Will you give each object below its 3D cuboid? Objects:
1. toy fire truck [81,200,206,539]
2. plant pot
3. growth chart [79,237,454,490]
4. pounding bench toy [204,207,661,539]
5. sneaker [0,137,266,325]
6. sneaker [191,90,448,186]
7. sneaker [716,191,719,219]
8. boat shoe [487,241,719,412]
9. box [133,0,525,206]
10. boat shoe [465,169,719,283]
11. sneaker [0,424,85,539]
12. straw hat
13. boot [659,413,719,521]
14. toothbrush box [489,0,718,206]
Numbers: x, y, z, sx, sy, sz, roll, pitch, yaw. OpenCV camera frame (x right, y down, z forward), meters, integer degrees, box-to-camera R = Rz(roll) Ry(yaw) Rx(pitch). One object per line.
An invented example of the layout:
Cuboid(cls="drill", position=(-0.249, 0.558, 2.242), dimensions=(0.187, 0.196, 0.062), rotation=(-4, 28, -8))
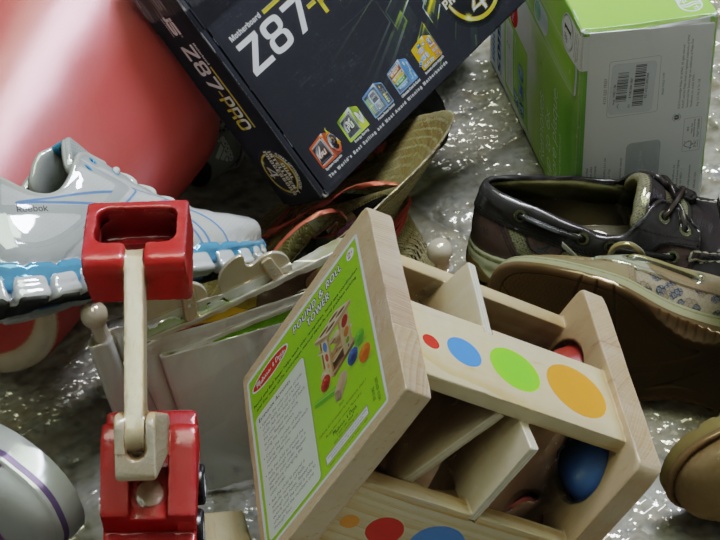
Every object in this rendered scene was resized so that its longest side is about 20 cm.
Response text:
Cuboid(cls="toy fire truck", position=(-0.099, 0.083, 0.940), dimensions=(0.049, 0.141, 0.200), rotation=(-2, 53, -1))
Cuboid(cls="plant pot", position=(-0.200, -0.054, 1.139), dimensions=(0.200, 0.201, 0.178), rotation=(10, 49, 14))
Cuboid(cls="growth chart", position=(-0.035, 0.047, 1.038), dimensions=(0.200, 0.145, 0.018), rotation=(-12, 33, -10))
Cuboid(cls="pounding bench toy", position=(0.027, 0.101, 0.994), dimensions=(0.156, 0.200, 0.124), rotation=(20, 34, -25))
Cuboid(cls="sneaker", position=(-0.125, -0.027, 1.047), dimensions=(0.075, 0.087, 0.200), rotation=(-20, -8, 36))
Cuboid(cls="sneaker", position=(-0.050, -0.083, 1.262), dimensions=(0.200, 0.075, 0.116), rotation=(15, 45, 34))
Cuboid(cls="sneaker", position=(0.278, 0.008, 1.061), dimensions=(0.200, 0.090, 0.078), rotation=(38, 27, -23))
Cuboid(cls="boat shoe", position=(0.167, 0.031, 1.115), dimensions=(0.200, 0.073, 0.063), rotation=(18, 35, 6))
Cuboid(cls="box", position=(-0.015, -0.160, 1.157), dimensions=(0.200, 0.161, 0.049), rotation=(-45, 17, -27))
Cuboid(cls="boat shoe", position=(0.162, -0.023, 1.179), dimensions=(0.199, 0.065, 0.073), rotation=(-1, 37, -2))
Cuboid(cls="sneaker", position=(-0.238, 0.124, 1.009), dimensions=(0.200, 0.073, 0.114), rotation=(10, 43, 29))
Cuboid(cls="straw hat", position=(0.000, 0.000, 1.127), dimensions=(0.201, 0.085, 0.201), rotation=(-35, 12, 9))
Cuboid(cls="boot", position=(0.254, 0.145, 0.971), dimensions=(0.175, 0.066, 0.200), rotation=(-8, 41, -8))
Cuboid(cls="toothbrush box", position=(0.144, -0.144, 1.266), dimensions=(0.086, 0.146, 0.200), rotation=(-8, 40, -7))
